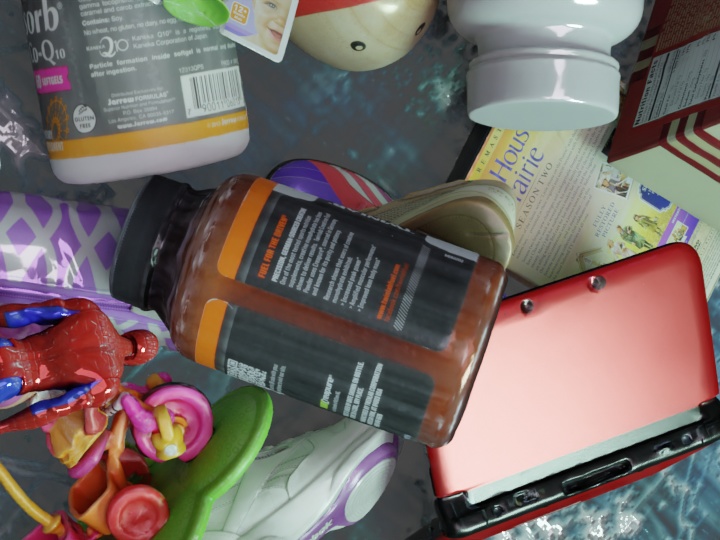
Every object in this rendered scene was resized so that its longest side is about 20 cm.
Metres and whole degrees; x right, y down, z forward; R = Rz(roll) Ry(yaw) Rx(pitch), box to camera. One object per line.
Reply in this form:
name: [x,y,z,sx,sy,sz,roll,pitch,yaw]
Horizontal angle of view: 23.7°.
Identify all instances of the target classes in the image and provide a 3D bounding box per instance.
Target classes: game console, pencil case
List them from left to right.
pencil case: [-0.179,0.002,0.968,0.199,0.086,0.084,7,127,-18]
game console: [0.115,0.085,1.067,0.199,0.172,0.119,-17,77,-18]

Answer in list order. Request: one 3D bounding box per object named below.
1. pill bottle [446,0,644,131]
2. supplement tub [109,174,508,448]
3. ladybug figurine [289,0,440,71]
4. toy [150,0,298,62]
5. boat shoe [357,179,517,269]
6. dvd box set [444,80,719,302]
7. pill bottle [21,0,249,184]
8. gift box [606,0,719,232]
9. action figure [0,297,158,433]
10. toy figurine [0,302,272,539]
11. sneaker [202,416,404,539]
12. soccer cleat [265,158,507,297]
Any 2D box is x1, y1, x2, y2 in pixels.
pill bottle: [0.110,-0.190,1.022,0.119,0.119,0.202,4,83,-21]
supplement tub: [-0.029,0.014,0.911,0.199,0.107,0.108,20,88,3]
ladybug figurine: [-0.009,-0.218,1.019,0.135,0.072,0.201,-22,102,-17]
toy: [-0.060,-0.225,0.910,0.115,0.047,0.201,23,71,-27]
boat shoe: [0.000,0.000,0.994,0.199,0.065,0.072,-23,107,21]
dvd box set: [0.156,-0.045,1.118,0.199,0.029,0.147,29,84,-21]
pill bottle: [-0.132,-0.155,0.956,0.116,0.116,0.201,-12,98,-19]
gift box: [0.293,-0.104,1.058,0.186,0.200,0.186,28,73,-23]
action figure: [-0.189,0.050,0.852,0.199,0.052,0.066,-8,73,-34]
toy figurine: [-0.177,0.089,0.927,0.200,0.150,0.184,-47,115,2]
sneaker: [-0.052,0.126,1.031,0.200,0.099,0.075,-37,152,-34]
soccer cleat: [0.027,-0.003,1.051,0.200,0.073,0.068,37,82,-20]
